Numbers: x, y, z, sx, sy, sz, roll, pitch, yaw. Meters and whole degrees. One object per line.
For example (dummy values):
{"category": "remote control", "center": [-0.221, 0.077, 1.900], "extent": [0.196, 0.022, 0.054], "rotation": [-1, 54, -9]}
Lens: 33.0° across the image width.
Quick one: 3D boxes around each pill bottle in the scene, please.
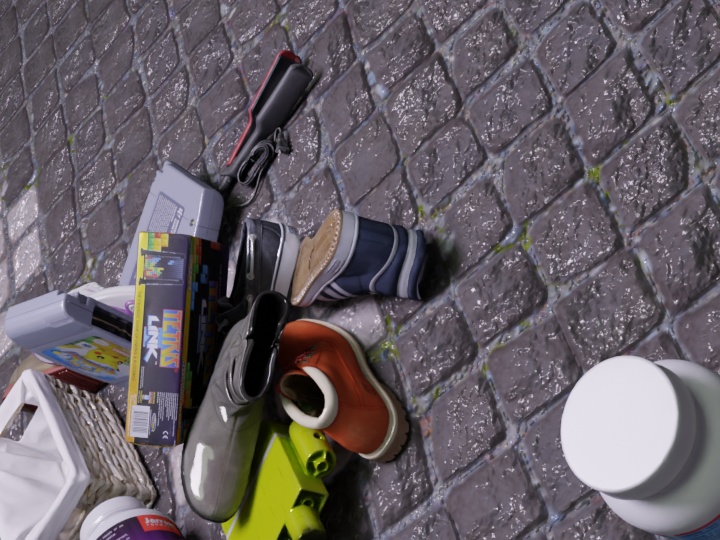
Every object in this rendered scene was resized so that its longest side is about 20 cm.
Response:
{"category": "pill bottle", "center": [0.218, 0.121, 0.783], "extent": [0.108, 0.199, 0.110], "rotation": [-21, 57, 37]}
{"category": "pill bottle", "center": [-0.210, 0.316, 1.203], "extent": [0.113, 0.112, 0.200], "rotation": [-56, 42, 10]}

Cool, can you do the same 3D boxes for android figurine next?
{"category": "android figurine", "center": [-0.082, 0.223, 1.143], "extent": [0.184, 0.041, 0.200], "rotation": [-66, 25, 14]}

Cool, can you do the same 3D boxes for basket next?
{"category": "basket", "center": [-0.332, 0.230, 1.364], "extent": [0.136, 0.123, 0.200], "rotation": [-54, 42, 12]}

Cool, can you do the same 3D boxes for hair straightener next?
{"category": "hair straightener", "center": [-0.115, -0.149, 1.378], "extent": [0.201, 0.041, 0.077], "rotation": [-55, 42, 12]}

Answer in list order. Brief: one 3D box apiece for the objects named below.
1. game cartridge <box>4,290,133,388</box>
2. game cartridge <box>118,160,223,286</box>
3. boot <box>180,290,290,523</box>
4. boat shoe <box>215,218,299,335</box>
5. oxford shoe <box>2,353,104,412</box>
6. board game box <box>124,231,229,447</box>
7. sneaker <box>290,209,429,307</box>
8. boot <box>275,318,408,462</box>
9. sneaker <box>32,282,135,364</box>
{"category": "game cartridge", "center": [-0.278, 0.081, 1.320], "extent": [0.132, 0.199, 0.041], "rotation": [-12, 59, 43]}
{"category": "game cartridge", "center": [-0.223, -0.014, 1.411], "extent": [0.133, 0.040, 0.202], "rotation": [34, 107, 52]}
{"category": "boot", "center": [-0.115, 0.124, 1.118], "extent": [0.131, 0.067, 0.203], "rotation": [134, 148, -67]}
{"category": "boat shoe", "center": [-0.118, 0.047, 1.244], "extent": [0.072, 0.067, 0.203], "rotation": [-151, 74, -67]}
{"category": "oxford shoe", "center": [-0.376, 0.117, 1.505], "extent": [0.198, 0.070, 0.076], "rotation": [-19, 52, 38]}
{"category": "board game box", "center": [-0.181, 0.068, 1.222], "extent": [0.056, 0.165, 0.203], "rotation": [4, 89, 8]}
{"category": "sneaker", "center": [0.000, 0.000, 1.179], "extent": [0.200, 0.107, 0.071], "rotation": [139, 140, -69]}
{"category": "boot", "center": [-0.044, 0.096, 1.141], "extent": [0.076, 0.106, 0.200], "rotation": [-60, 39, 10]}
{"category": "sneaker", "center": [-0.303, 0.041, 1.407], "extent": [0.198, 0.075, 0.100], "rotation": [-17, 37, 31]}
